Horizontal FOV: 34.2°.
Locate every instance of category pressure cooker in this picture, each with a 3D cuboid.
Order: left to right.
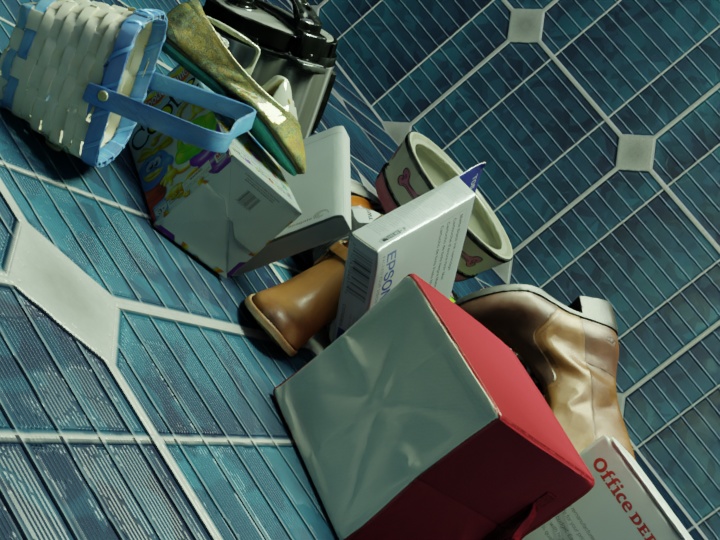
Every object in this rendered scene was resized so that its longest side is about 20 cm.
[{"bbox_3d":[-0.120,-0.239,1.374,0.176,0.200,0.179,21,17,3],"label":"pressure cooker"}]

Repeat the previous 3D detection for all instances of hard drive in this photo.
[{"bbox_3d":[-0.074,-0.077,1.229,0.200,0.132,0.027,-92,158,-57],"label":"hard drive"}]

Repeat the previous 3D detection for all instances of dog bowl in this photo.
[{"bbox_3d":[0.098,-0.072,1.441,0.200,0.074,0.200,45,18,-19],"label":"dog bowl"}]

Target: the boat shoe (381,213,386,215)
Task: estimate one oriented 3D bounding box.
[{"bbox_3d":[0.030,-0.041,1.584,0.063,0.071,0.200,29,-22,-16],"label":"boat shoe"}]

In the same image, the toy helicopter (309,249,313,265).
[{"bbox_3d":[-0.048,-0.032,1.490,0.200,0.079,0.132,42,17,18],"label":"toy helicopter"}]

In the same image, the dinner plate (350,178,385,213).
[{"bbox_3d":[-0.057,-0.111,1.487,0.200,0.024,0.200,17,-5,2],"label":"dinner plate"}]

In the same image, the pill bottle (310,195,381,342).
[{"bbox_3d":[0.000,0.000,1.352,0.106,0.106,0.200,42,22,-38],"label":"pill bottle"}]

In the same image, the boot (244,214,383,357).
[{"bbox_3d":[-0.027,0.006,1.158,0.074,0.155,0.200,51,11,2],"label":"boot"}]

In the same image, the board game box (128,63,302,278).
[{"bbox_3d":[-0.153,-0.106,1.162,0.105,0.103,0.200,40,15,-39],"label":"board game box"}]

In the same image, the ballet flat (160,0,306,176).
[{"bbox_3d":[-0.107,-0.177,1.114,0.200,0.071,0.071,44,12,-19],"label":"ballet flat"}]

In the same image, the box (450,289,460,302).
[{"bbox_3d":[0.097,0.117,1.374,0.149,0.124,0.200,43,13,-37],"label":"box"}]

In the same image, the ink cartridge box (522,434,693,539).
[{"bbox_3d":[0.195,0.269,1.053,0.083,0.200,0.147,36,18,-55],"label":"ink cartridge box"}]

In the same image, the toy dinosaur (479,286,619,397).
[{"bbox_3d":[0.206,0.104,1.322,0.200,0.102,0.136,29,-25,-17],"label":"toy dinosaur"}]

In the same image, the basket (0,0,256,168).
[{"bbox_3d":[-0.193,-0.154,1.000,0.200,0.139,0.176,17,13,0],"label":"basket"}]

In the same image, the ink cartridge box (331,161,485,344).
[{"bbox_3d":[0.057,0.009,1.176,0.041,0.200,0.200,36,47,27],"label":"ink cartridge box"}]

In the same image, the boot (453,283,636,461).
[{"bbox_3d":[0.183,0.121,1.190,0.188,0.068,0.200,11,60,-20],"label":"boot"}]

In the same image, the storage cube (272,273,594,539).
[{"bbox_3d":[0.061,0.143,1.015,0.180,0.171,0.200,37,18,-47],"label":"storage cube"}]
